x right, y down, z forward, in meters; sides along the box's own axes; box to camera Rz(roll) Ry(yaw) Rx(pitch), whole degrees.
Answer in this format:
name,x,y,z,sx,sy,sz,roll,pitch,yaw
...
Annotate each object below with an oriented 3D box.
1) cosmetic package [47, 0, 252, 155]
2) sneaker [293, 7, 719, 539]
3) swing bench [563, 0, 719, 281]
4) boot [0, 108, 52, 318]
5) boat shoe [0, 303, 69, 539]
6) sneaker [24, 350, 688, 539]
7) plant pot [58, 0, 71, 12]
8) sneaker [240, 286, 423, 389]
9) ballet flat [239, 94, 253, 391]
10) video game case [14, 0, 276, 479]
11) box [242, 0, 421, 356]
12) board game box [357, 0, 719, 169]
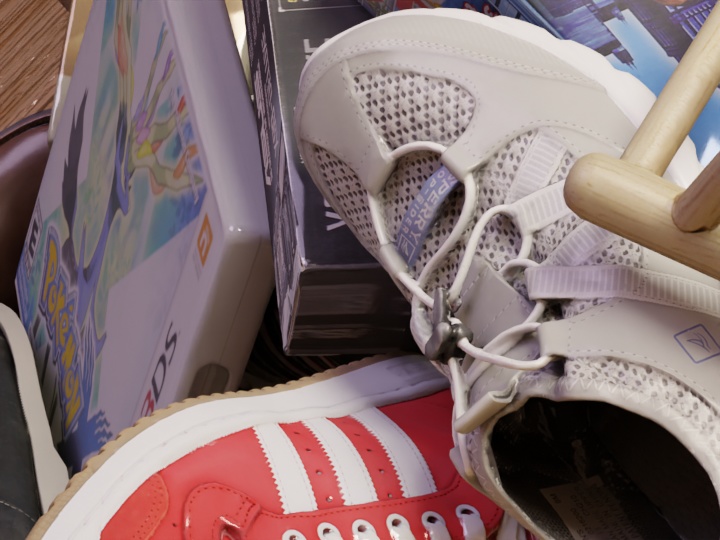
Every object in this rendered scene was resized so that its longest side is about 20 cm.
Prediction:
name,x,y,z,sx,sy,sz,roll,pitch,yaw
cosmetic package,-0.067,-0.127,0.999,0.105,0.071,0.201,99,179,-77
sneaker,0.045,0.011,0.576,0.082,0.075,0.200,-15,48,-42
swing bench,0.185,-0.053,0.550,0.199,0.200,0.130,-55,1,-33
boot,-0.156,0.039,1.001,0.187,0.064,0.200,-49,19,12
boat shoe,-0.135,0.065,0.849,0.067,0.072,0.200,-1,25,-13
sneaker,0.009,0.077,0.596,0.112,0.072,0.200,26,25,26
plant pot,-0.086,-0.181,1.160,0.199,0.200,0.174,-34,40,12
sneaker,0.000,0.000,0.785,0.074,0.088,0.200,-41,34,-17
ballet flat,-0.040,-0.012,0.910,0.200,0.075,0.068,-52,17,-25
video game case,-0.073,-0.002,0.824,0.201,0.022,0.183,-107,30,-49
box,0.047,-0.077,0.721,0.157,0.050,0.201,-3,62,-10
board game box,0.128,-0.048,0.652,0.199,0.201,0.062,-22,-22,-18
